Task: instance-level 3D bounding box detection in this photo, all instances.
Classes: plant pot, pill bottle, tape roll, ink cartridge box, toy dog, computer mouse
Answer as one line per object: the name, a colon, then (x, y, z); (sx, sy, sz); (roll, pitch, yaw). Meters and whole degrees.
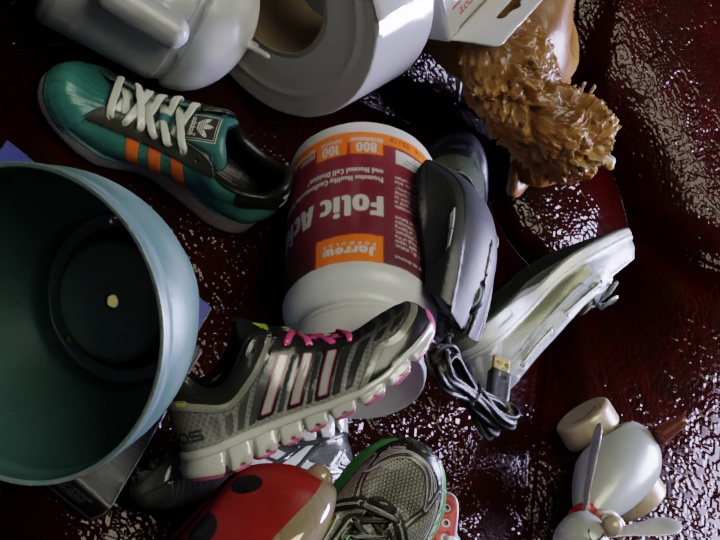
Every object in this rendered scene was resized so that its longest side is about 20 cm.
plant pot: (-0.183, 0.026, 1.495); (0.202, 0.199, 0.134); (66, 24, 4)
pill bottle: (0.000, 0.000, 1.700); (0.114, 0.114, 0.201); (26, 44, -26)
tape roll: (-0.041, -0.219, 1.729); (0.071, 0.202, 0.203); (-31, 91, -41)
ink cartridge box: (-0.208, 0.034, 1.605); (0.197, 0.047, 0.201); (39, 55, -16)
toy dog: (0.206, 0.164, 1.790); (0.132, 0.096, 0.201); (45, 26, -27)
ink cartridge box: (0.043, -0.240, 1.802); (0.116, 0.199, 0.067); (-49, 138, -39)
computer mouse: (0.088, 0.020, 1.685); (0.141, 0.046, 0.201); (52, 29, -47)

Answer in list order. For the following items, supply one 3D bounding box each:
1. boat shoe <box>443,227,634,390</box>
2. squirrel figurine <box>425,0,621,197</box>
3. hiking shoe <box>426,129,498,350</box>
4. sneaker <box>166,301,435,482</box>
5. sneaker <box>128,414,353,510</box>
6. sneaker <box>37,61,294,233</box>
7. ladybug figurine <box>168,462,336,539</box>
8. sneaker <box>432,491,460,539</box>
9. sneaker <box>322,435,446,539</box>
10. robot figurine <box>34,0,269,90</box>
boat shoe: (0.151, 0.031, 1.858); (0.202, 0.074, 0.065); (-36, 100, -36)
squirrel figurine: (0.133, -0.135, 1.853); (0.201, 0.140, 0.188); (-94, 167, -58)
hiking shoe: (0.078, -0.029, 1.805); (0.075, 0.100, 0.201); (29, 57, -25)
sneaker: (-0.046, 0.062, 1.558); (0.199, 0.074, 0.088); (-28, 99, -6)
sneaker: (-0.072, 0.154, 1.637); (0.199, 0.066, 0.091); (-10, 78, -45)
sneaker: (-0.135, -0.101, 1.688); (0.199, 0.080, 0.072); (29, 57, -24)
ladybug figurine: (-0.095, 0.200, 1.546); (0.072, 0.136, 0.200); (41, 85, -7)
sneaker: (0.073, 0.232, 1.671); (0.199, 0.071, 0.113); (31, 67, 5)
sneaker: (-0.006, 0.204, 1.584); (0.078, 0.201, 0.085); (30, 10, -1)
robot figurine: (-0.157, -0.204, 1.684); (0.199, 0.113, 0.170); (27, 19, -13)
